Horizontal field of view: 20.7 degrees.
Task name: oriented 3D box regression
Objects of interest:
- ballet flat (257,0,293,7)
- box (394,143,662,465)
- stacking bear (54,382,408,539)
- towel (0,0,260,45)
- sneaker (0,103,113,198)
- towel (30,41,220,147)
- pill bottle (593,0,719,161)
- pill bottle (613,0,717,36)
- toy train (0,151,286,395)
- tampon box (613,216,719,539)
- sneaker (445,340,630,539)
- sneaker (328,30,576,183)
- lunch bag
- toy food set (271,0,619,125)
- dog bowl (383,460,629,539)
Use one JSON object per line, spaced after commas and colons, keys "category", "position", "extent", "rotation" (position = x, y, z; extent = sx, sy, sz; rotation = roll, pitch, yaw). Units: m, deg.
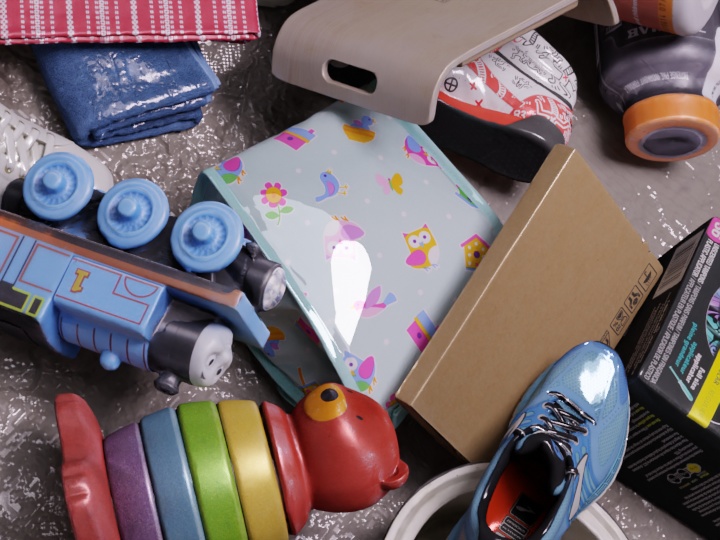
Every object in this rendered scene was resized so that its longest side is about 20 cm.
{"category": "ballet flat", "position": [-0.046, -0.228, 1.425], "extent": [0.200, 0.069, 0.070], "rotation": [-31, 83, -31]}
{"category": "box", "position": [0.116, 0.038, 1.305], "extent": [0.200, 0.021, 0.164], "rotation": [-56, 139, -11]}
{"category": "stacking bear", "position": [-0.073, 0.123, 1.194], "extent": [0.199, 0.114, 0.122], "rotation": [-13, 30, -5]}
{"category": "towel", "position": [-0.173, -0.216, 1.328], "extent": [0.199, 0.022, 0.145], "rotation": [-2, 70, -17]}
{"category": "sneaker", "position": [-0.247, -0.081, 1.260], "extent": [0.199, 0.085, 0.073], "rotation": [16, 61, -18]}
{"category": "towel", "position": [-0.181, -0.186, 1.354], "extent": [0.111, 0.049, 0.201], "rotation": [-17, 76, -28]}
{"category": "pill bottle", "position": [0.230, -0.186, 1.499], "extent": [0.106, 0.106, 0.201], "rotation": [8, 65, -20]}
{"category": "pill bottle", "position": [0.161, -0.245, 1.419], "extent": [0.199, 0.112, 0.112], "rotation": [17, 57, 19]}
{"category": "toy train", "position": [-0.146, 0.005, 1.214], "extent": [0.199, 0.087, 0.115], "rotation": [19, 74, 18]}
{"category": "tampon box", "position": [0.269, 0.093, 1.382], "extent": [0.200, 0.126, 0.150], "rotation": [34, 60, -7]}
{"category": "sneaker", "position": [0.121, 0.121, 1.234], "extent": [0.078, 0.090, 0.200], "rotation": [27, 58, 7]}
{"category": "sneaker", "position": [0.064, -0.146, 1.438], "extent": [0.201, 0.067, 0.108], "rotation": [25, 46, -2]}
{"category": "lunch bag", "position": [0.000, 0.000, 1.311], "extent": [0.170, 0.122, 0.200], "rotation": [-32, 78, -32]}
{"category": "toy food set", "position": [0.058, -0.157, 1.338], "extent": [0.143, 0.061, 0.200], "rotation": [22, 40, 39]}
{"category": "dog bowl", "position": [0.087, 0.229, 1.276], "extent": [0.199, 0.074, 0.201], "rotation": [9, 64, -19]}
